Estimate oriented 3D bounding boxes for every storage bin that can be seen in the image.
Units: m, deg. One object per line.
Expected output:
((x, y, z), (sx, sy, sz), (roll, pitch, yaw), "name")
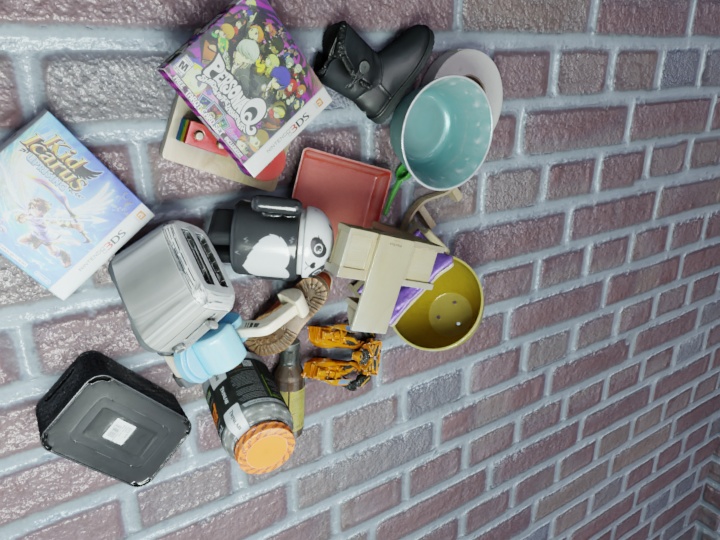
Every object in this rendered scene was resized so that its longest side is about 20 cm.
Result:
((-0.392, 0.240, 0.912), (0.135, 0.094, 0.200), (-51, 128, -8), "storage bin")

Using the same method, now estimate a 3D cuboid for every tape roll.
((0.203, -0.339, 1.142), (0.202, 0.037, 0.203), (-12, 113, -30), "tape roll")

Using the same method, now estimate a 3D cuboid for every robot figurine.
((-0.028, 0.170, 1.136), (0.200, 0.058, 0.145), (13, 82, -46), "robot figurine")
((-0.143, -0.049, 0.927), (0.199, 0.150, 0.125), (4, 87, -5), "robot figurine")

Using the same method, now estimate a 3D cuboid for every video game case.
((-0.428, -0.088, 0.796), (0.181, 0.045, 0.200), (-47, 126, -12), "video game case")
((-0.159, -0.270, 0.830), (0.181, 0.036, 0.200), (-47, 127, -13), "video game case")

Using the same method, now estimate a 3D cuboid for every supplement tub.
((-0.191, 0.240, 0.973), (0.122, 0.200, 0.123), (-14, 124, -22), "supplement tub")

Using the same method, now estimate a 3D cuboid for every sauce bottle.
((-0.137, 0.227, 1.100), (0.065, 0.065, 0.201), (-7, 112, -33), "sauce bottle")

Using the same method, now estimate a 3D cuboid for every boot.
((-0.126, 0.076, 1.046), (0.200, 0.107, 0.075), (-41, 97, 16), "boot")
((0.024, -0.376, 0.978), (0.168, 0.076, 0.200), (29, 96, -42), "boot")

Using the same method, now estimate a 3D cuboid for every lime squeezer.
((0.099, -0.190, 1.123), (0.200, 0.038, 0.071), (-41, 142, -30), "lime squeezer")

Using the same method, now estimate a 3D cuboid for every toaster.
((-0.279, 0.016, 0.845), (0.129, 0.200, 0.114), (-34, 161, 12), "toaster")

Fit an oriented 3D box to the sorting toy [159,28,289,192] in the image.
((-0.183, -0.240, 0.892), (0.198, 0.070, 0.200), (14, 99, -37), "sorting toy")

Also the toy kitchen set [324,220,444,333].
((0.000, 0.000, 0.993), (0.200, 0.180, 0.164), (10, 102, -36), "toy kitchen set")

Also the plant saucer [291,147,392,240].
((-0.051, -0.110, 1.053), (0.200, 0.037, 0.200), (8, 103, -37), "plant saucer")

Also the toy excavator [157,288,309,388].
((-0.205, 0.105, 0.938), (0.195, 0.200, 0.100), (-56, 136, -46), "toy excavator")

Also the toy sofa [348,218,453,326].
((0.081, 0.006, 1.122), (0.200, 0.098, 0.083), (-46, 128, 6), "toy sofa")

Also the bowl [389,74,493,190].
((0.133, -0.256, 1.039), (0.200, 0.105, 0.201), (-12, 117, -26), "bowl")

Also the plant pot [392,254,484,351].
((0.175, 0.081, 1.200), (0.200, 0.200, 0.142), (-59, 151, -2), "plant pot")

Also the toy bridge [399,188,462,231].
((0.132, -0.114, 1.182), (0.200, 0.027, 0.067), (-47, 126, -10), "toy bridge")
